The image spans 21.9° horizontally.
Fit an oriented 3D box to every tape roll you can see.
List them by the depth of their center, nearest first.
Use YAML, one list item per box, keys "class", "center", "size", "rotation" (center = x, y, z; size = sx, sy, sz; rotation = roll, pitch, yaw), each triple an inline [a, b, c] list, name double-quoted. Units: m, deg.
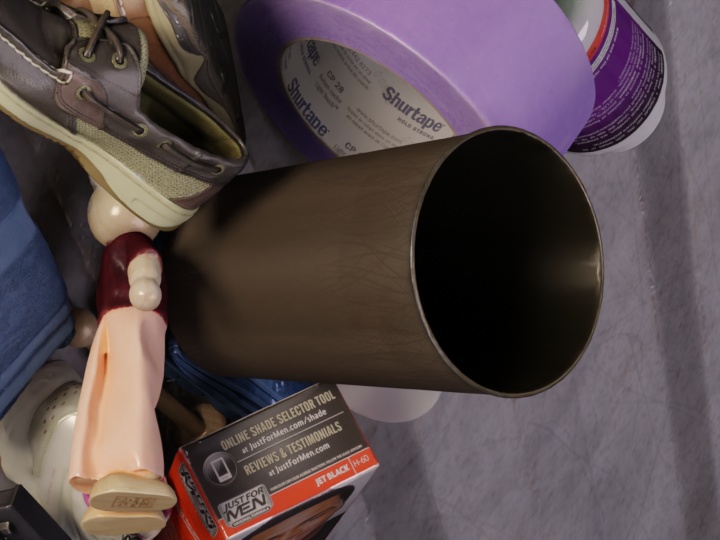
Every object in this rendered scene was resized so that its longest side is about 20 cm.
- class: "tape roll"
  center: [0.030, -0.114, 1.076]
  size: [0.085, 0.199, 0.201]
  rotation: [-52, 145, -21]

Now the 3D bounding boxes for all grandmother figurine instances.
- class: "grandmother figurine"
  center: [-0.120, 0.027, 0.964]
  size: [0.060, 0.121, 0.202]
  rotation: [7, 63, -21]

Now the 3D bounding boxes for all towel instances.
- class: "towel"
  center: [-0.211, -0.007, 0.909]
  size: [0.112, 0.048, 0.201]
  rotation: [-51, 145, -29]
- class: "towel"
  center: [-0.072, 0.028, 1.132]
  size: [0.200, 0.048, 0.113]
  rotation: [42, 56, -56]

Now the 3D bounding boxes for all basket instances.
- class: "basket"
  center: [0.000, 0.000, 0.999]
  size: [0.180, 0.199, 0.138]
  rotation: [2, 86, -53]

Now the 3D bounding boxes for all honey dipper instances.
- class: "honey dipper"
  center: [-0.124, 0.073, 1.120]
  size: [0.038, 0.038, 0.200]
  rotation: [-59, 143, -14]

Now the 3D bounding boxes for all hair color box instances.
- class: "hair color box"
  center: [-0.064, 0.139, 1.105]
  size: [0.101, 0.062, 0.200]
  rotation: [-24, 164, -20]

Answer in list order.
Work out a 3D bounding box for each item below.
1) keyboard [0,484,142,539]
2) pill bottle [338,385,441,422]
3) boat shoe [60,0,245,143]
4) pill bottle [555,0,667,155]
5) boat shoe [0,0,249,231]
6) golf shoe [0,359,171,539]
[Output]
- class: "keyboard"
  center: [-0.162, 0.178, 1.053]
  size: [0.200, 0.126, 0.021]
  rotation: [62, 18, -51]
- class: "pill bottle"
  center: [0.040, 0.003, 1.192]
  size: [0.201, 0.110, 0.112]
  rotation: [-63, 155, -49]
- class: "boat shoe"
  center: [-0.109, -0.115, 0.994]
  size: [0.200, 0.073, 0.076]
  rotation: [70, 9, -67]
- class: "pill bottle"
  center: [0.146, -0.150, 1.310]
  size: [0.200, 0.112, 0.113]
  rotation: [31, 83, -58]
- class: "boat shoe"
  center: [-0.128, -0.094, 0.887]
  size: [0.066, 0.072, 0.201]
  rotation: [-33, 135, 15]
- class: "golf shoe"
  center: [-0.147, 0.143, 1.071]
  size: [0.075, 0.091, 0.201]
  rotation: [-48, 144, -31]
